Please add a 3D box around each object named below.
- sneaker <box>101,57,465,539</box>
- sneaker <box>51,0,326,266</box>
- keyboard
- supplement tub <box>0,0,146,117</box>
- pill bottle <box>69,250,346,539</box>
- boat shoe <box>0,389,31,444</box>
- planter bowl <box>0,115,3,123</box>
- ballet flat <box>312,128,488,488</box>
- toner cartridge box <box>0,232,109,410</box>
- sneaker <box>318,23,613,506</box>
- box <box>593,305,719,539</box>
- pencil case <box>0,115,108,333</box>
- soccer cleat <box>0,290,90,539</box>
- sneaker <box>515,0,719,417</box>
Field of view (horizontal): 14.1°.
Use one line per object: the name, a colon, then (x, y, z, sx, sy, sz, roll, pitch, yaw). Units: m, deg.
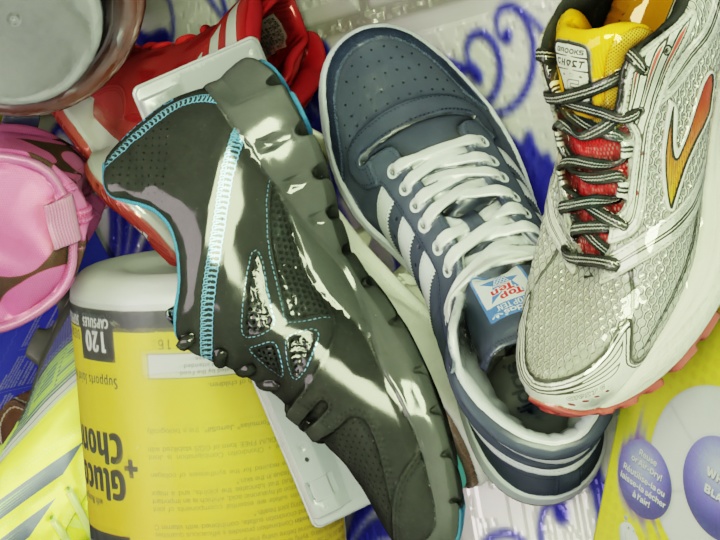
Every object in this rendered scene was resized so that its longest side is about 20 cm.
sneaker: (-0.025, 0.024, 1.099, 0.200, 0.082, 0.073, 63, 178, 2)
sneaker: (-0.068, -0.078, 1.276, 0.116, 0.078, 0.200, -42, 27, 3)
keyboard: (-0.030, 0.006, 1.194, 0.200, 0.056, 0.011, 68, 164, -13)
supplement tub: (-0.144, -0.128, 1.248, 0.200, 0.107, 0.107, -101, 12, -73)
pill bottle: (-0.063, 0.093, 1.258, 0.112, 0.112, 0.200, 6, 103, 54)
boat shoe: (-0.131, 0.137, 1.397, 0.200, 0.072, 0.076, 54, 137, 31)
planter bowl: (-0.224, -0.111, 1.455, 0.200, 0.083, 0.201, 18, 113, 50)
ballet flat: (0.000, 0.000, 1.168, 0.200, 0.069, 0.069, 48, 147, -14)
toner cartridge box: (-0.203, 0.049, 1.456, 0.043, 0.095, 0.200, 61, 140, 26)
sneaker: (0.042, -0.012, 1.086, 0.109, 0.070, 0.200, 88, 158, -80)
box: (0.144, 0.063, 1.020, 0.117, 0.048, 0.200, 35, 124, 45)
pencil case: (-0.154, -0.023, 1.263, 0.200, 0.093, 0.091, -112, 20, -81)
soccer cleat: (-0.129, 0.097, 1.335, 0.084, 0.065, 0.200, 18, 84, 23)
sneaker: (0.086, -0.049, 0.984, 0.078, 0.082, 0.200, 11, 85, 45)
